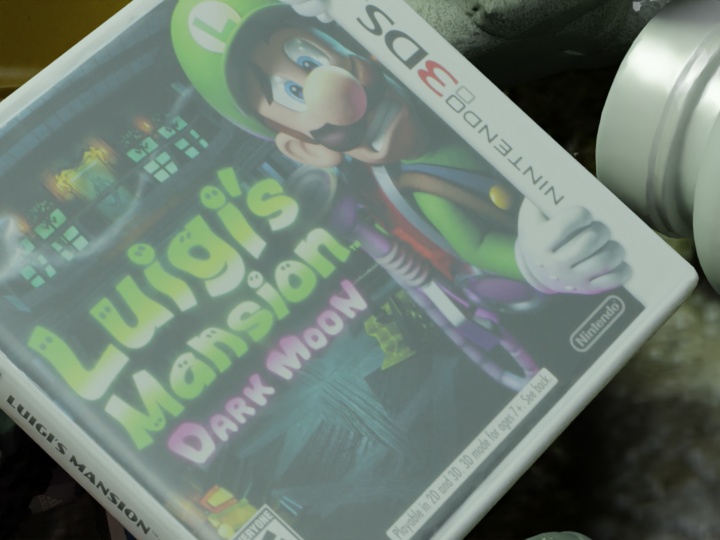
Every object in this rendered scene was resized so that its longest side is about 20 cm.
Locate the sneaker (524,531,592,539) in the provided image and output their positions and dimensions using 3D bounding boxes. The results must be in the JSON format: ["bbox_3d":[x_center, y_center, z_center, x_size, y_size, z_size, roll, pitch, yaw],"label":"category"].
[{"bbox_3d":[0.004,0.147,0.751,0.200,0.085,0.074,-58,23,-19],"label":"sneaker"}]

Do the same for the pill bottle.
[{"bbox_3d":[0.180,-0.021,0.925,0.200,0.113,0.113,26,63,31],"label":"pill bottle"}]

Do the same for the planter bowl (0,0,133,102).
[{"bbox_3d":[-0.089,-0.039,0.886,0.200,0.083,0.201,12,55,-18],"label":"planter bowl"}]

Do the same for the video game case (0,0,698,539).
[{"bbox_3d":[-0.019,-0.002,0.827,0.182,0.023,0.200,43,52,5],"label":"video game case"}]

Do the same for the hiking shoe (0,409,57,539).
[{"bbox_3d":[-0.135,0.014,0.943,0.086,0.075,0.200,9,53,4],"label":"hiking shoe"}]

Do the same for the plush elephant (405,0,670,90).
[{"bbox_3d":[0.046,-0.149,1.031,0.200,0.165,0.155,-20,78,28],"label":"plush elephant"}]

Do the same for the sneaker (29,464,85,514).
[{"bbox_3d":[-0.121,0.009,1.024,0.081,0.074,0.201,1,59,8],"label":"sneaker"}]

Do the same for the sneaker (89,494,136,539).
[{"bbox_3d":[-0.013,0.091,0.893,0.089,0.079,0.200,-21,28,-22],"label":"sneaker"}]
